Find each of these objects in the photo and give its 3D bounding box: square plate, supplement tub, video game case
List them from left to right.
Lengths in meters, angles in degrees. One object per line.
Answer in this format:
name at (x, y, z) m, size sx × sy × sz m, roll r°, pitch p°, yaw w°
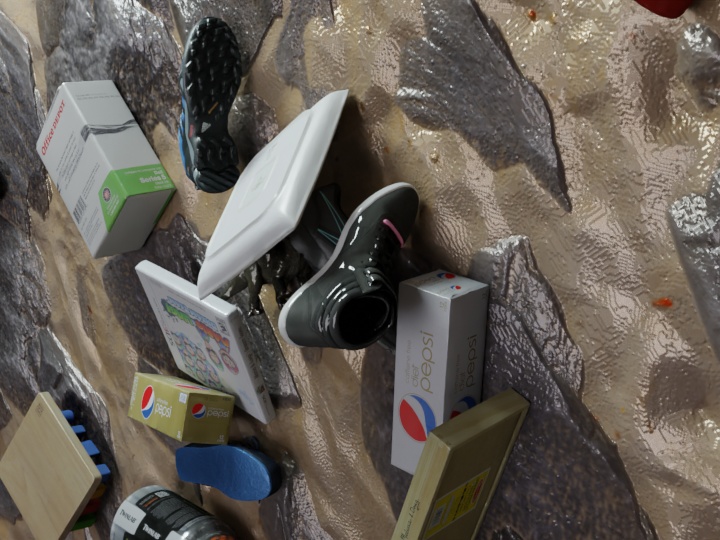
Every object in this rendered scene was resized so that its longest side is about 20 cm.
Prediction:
supplement tub at (-0.257, 0.394, 1.279) m, size 0.199 × 0.122 × 0.124 m, roll 12°, pitch 110°, yaw 43°
video game case at (-0.200, 0.091, 1.157) m, size 0.199 × 0.024 × 0.183 m, roll 23°, pitch 139°, yaw 40°
square plate at (-0.100, -0.084, 0.949) m, size 0.028 × 0.199 × 0.199 m, roll 34°, pitch 141°, yaw -22°

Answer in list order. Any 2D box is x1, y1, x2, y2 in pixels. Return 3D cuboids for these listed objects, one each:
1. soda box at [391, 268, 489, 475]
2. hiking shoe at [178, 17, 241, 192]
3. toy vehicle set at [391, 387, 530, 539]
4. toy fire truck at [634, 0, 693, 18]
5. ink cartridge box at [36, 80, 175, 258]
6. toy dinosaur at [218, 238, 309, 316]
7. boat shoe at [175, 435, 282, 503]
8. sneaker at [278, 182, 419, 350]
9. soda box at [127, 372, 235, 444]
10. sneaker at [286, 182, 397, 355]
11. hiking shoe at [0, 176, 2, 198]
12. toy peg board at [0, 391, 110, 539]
soda box at (0.078, 0.107, 0.893) m, size 0.068 × 0.063 × 0.202 m, roll 18°, pitch 115°, yaw 41°
hiking shoe at (-0.190, -0.194, 1.063) m, size 0.086 × 0.074 × 0.202 m, roll 15°, pitch 105°, yaw 56°
toy vehicle set at (0.089, 0.217, 0.868) m, size 0.026 × 0.124 × 0.202 m, roll 36°, pitch 125°, yaw 33°
toy fire truck at (0.175, -0.259, 0.608) m, size 0.201 × 0.167 × 0.112 m, roll 53°, pitch 133°, yaw 21°
ink cartridge box at (-0.360, -0.143, 1.256) m, size 0.201 × 0.084 × 0.146 m, roll 58°, pitch 134°, yaw 16°
toy dinosaur at (-0.102, -0.007, 1.053) m, size 0.200 × 0.076 × 0.103 m, roll -29°, pitch 67°, yaw 51°
boat shoe at (-0.166, 0.250, 1.186) m, size 0.199 × 0.068 × 0.085 m, roll 7°, pitch 98°, yaw 44°
sneaker at (0.016, 0.000, 0.847) m, size 0.099 × 0.200 × 0.071 m, roll 14°, pitch 149°, yaw 51°
soda box at (-0.245, 0.183, 1.209) m, size 0.199 × 0.067 × 0.065 m, roll 4°, pitch 84°, yaw 56°
sneaker at (0.000, 0.000, 0.931) m, size 0.200 × 0.079 × 0.075 m, roll 51°, pitch 178°, yaw -3°
hiking shoe at (-0.708, -0.145, 1.612) m, size 0.199 × 0.086 × 0.075 m, roll -21°, pitch 87°, yaw 47°
toy peg board at (-0.516, 0.348, 1.572) m, size 0.200 × 0.097 × 0.200 m, roll 46°, pitch 115°, yaw 25°
